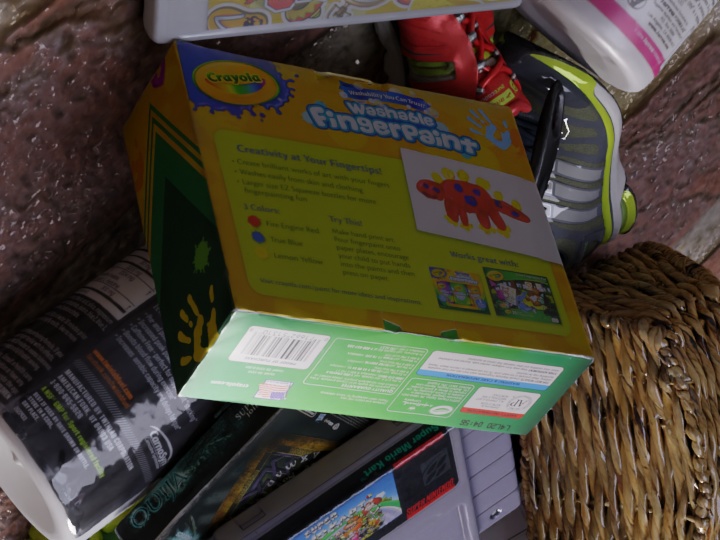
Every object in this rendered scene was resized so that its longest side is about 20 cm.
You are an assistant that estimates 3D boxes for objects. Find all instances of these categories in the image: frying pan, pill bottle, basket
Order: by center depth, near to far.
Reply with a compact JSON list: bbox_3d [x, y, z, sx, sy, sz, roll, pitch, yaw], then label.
[{"bbox_3d":[-0.101,0.044,1.185,0.200,0.106,0.107,-36,142,-20],"label":"pill bottle"},{"bbox_3d":[0.171,-0.208,1.258,0.200,0.113,0.113,-50,144,-2],"label":"pill bottle"},{"bbox_3d":[0.076,0.000,1.264,0.115,0.031,0.191,-32,124,-53],"label":"frying pan"},{"bbox_3d":[0.191,0.096,1.410,0.149,0.142,0.201,-21,112,-46],"label":"basket"}]

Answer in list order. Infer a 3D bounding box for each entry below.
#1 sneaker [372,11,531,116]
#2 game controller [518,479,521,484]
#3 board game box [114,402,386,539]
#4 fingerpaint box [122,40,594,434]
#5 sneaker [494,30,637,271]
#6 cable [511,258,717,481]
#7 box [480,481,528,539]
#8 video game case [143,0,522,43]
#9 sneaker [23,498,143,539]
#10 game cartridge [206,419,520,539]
[{"bbox_3d":[0.058,-0.115,1.239,0.077,0.085,0.201,-31,140,-26],"label":"sneaker"},{"bbox_3d":[0.098,0.141,1.557,0.199,0.042,0.105,-20,120,-37],"label":"game controller"},{"bbox_3d":[-0.027,0.119,1.220,0.135,0.028,0.200,-46,147,6],"label":"board game box"},{"bbox_3d":[-0.004,-0.013,1.136,0.199,0.168,0.073,8,139,-30],"label":"fingerpaint box"},{"bbox_3d":[0.108,-0.060,1.348,0.081,0.074,0.200,-48,144,-17],"label":"sneaker"},{"bbox_3d":[0.179,0.089,1.545,0.200,0.051,0.164,29,87,-46],"label":"cable"},{"bbox_3d":[0.049,0.224,1.514,0.199,0.036,0.144,-30,148,2],"label":"box"},{"bbox_3d":[-0.002,-0.199,1.100,0.199,0.023,0.183,-8,129,-20],"label":"video game case"},{"bbox_3d":[-0.155,0.193,1.291,0.083,0.074,0.201,3,128,-46],"label":"sneaker"},{"bbox_3d":[-0.004,0.140,1.211,0.199,0.038,0.130,-33,150,-14],"label":"game cartridge"}]
